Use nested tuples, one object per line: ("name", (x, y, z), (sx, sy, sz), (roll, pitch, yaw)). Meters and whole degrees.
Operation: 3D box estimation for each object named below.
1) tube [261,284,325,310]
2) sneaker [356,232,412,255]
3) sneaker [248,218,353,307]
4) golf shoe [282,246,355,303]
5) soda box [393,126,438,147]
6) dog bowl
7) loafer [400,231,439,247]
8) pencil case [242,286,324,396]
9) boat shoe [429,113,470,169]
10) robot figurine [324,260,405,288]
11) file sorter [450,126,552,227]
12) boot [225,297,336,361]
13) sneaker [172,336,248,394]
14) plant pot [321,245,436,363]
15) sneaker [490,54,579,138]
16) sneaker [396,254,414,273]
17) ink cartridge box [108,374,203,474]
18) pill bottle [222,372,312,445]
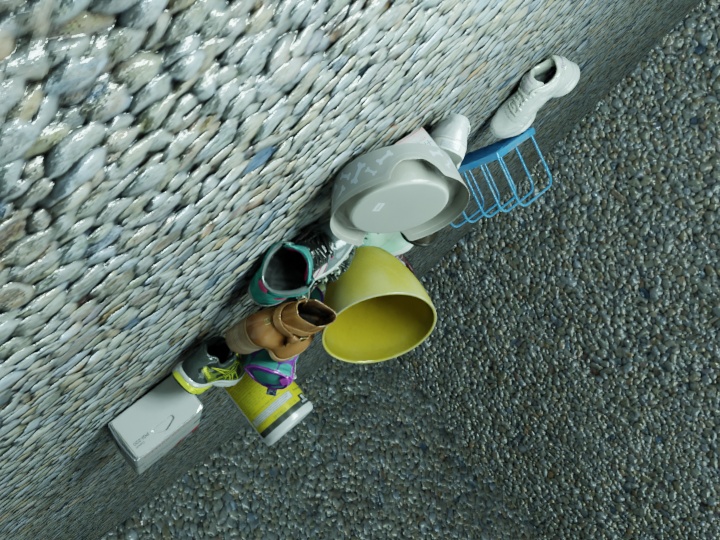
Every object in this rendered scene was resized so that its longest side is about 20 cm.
("tube", (-0.122, 0.056, 1.599), (0.200, 0.057, 0.053), (-37, 142, -54))
("sneaker", (-0.015, -0.060, 1.459), (0.198, 0.074, 0.119), (-22, 137, 13))
("sneaker", (-0.078, -0.022, 1.219), (0.199, 0.084, 0.121), (-39, -178, -13))
("golf shoe", (-0.076, -0.013, 1.367), (0.200, 0.077, 0.088), (-40, -165, 36))
("soda box", (0.059, -0.135, 1.284), (0.063, 0.069, 0.200), (-36, 172, -27))
("dog bowl", (0.049, -0.104, 1.147), (0.197, 0.059, 0.201), (-11, 156, -5))
("loafer", (0.108, -0.130, 1.405), (0.072, 0.072, 0.202), (100, -1, -55))
("pencil case", (-0.128, 0.112, 1.444), (0.086, 0.091, 0.202), (100, 10, -54))
("boat shoe", (0.135, -0.207, 1.306), (0.200, 0.071, 0.069), (17, 95, -87))
("robot figurine", (0.000, 0.000, 1.595), (0.167, 0.115, 0.200), (3, -161, 23))
("file sorter", (0.260, -0.180, 1.659), (0.138, 0.124, 0.199), (-35, -168, -39))
("boot", (-0.097, 0.084, 1.304), (0.154, 0.078, 0.199), (-24, 159, 32))
("sneaker", (-0.229, 0.150, 1.391), (0.085, 0.075, 0.200), (-44, 173, 21))
("plant pot", (0.019, 0.044, 1.418), (0.197, 0.143, 0.201), (-9, 143, -7))
("sneaker", (0.313, -0.333, 1.558), (0.200, 0.075, 0.099), (-42, 150, 25))
("sneaker", (0.072, -0.005, 1.983), (0.075, 0.116, 0.200), (-39, 173, -11))
("ink cartridge box", (-0.361, 0.274, 1.462), (0.145, 0.085, 0.200), (-38, 174, -23))
("pill bottle", (-0.190, 0.214, 1.540), (0.114, 0.201, 0.114), (-39, 173, -5))
